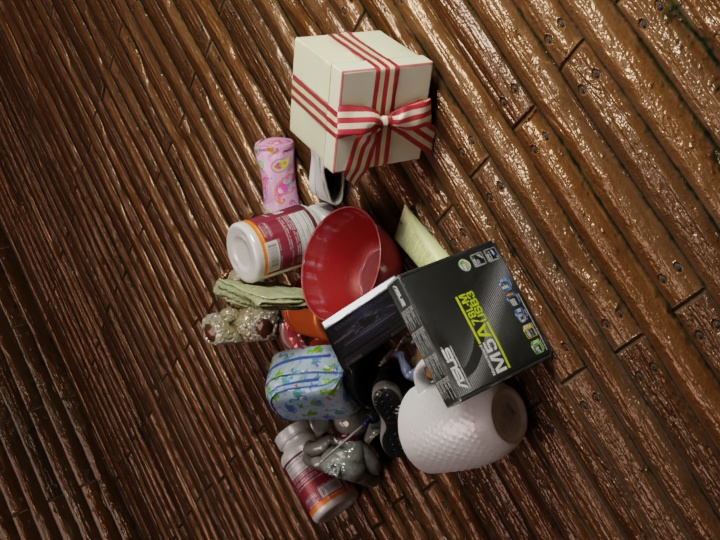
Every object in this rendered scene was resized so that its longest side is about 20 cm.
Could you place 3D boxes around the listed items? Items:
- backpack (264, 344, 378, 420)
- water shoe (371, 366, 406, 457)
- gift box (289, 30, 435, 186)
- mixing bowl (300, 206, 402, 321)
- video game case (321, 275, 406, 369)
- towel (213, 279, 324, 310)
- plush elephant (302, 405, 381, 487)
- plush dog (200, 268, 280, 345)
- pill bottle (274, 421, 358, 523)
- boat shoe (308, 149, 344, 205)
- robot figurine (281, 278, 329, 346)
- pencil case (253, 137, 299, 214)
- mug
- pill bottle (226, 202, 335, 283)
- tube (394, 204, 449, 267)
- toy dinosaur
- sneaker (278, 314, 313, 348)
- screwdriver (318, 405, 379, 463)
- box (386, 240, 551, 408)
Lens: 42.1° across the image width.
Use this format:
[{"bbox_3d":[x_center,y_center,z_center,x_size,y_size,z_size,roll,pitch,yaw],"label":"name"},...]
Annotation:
[{"bbox_3d":[-0.081,0.207,1.745,0.198,0.155,0.164,9,151,22],"label":"backpack"},{"bbox_3d":[0.068,0.263,1.731,0.079,0.071,0.201,-82,-15,-49],"label":"water shoe"},{"bbox_3d":[0.007,-0.252,1.460,0.187,0.183,0.202,45,143,47],"label":"gift box"},{"bbox_3d":[0.000,0.000,1.619,0.199,0.108,0.202,-17,65,43],"label":"mixing bowl"},{"bbox_3d":[0.012,0.091,1.572,0.019,0.142,0.200,54,172,25],"label":"video game case"},{"bbox_3d":[-0.168,0.044,1.708,0.199,0.147,0.037,11,98,55],"label":"towel"},{"bbox_3d":[-0.025,0.326,1.827,0.163,0.156,0.200,17,169,7],"label":"plush elephant"},{"bbox_3d":[-0.236,0.068,2.032,0.198,0.160,0.174,-8,85,28],"label":"plush dog"},{"bbox_3d":[-0.099,0.426,2.001,0.201,0.112,0.113,56,144,23],"label":"pill bottle"},{"bbox_3d":[-0.050,-0.209,1.664,0.065,0.073,0.201,36,143,34],"label":"boat shoe"},{"bbox_3d":[-0.075,0.072,1.790,0.199,0.117,0.144,9,141,52],"label":"robot figurine"},{"bbox_3d":[-0.159,-0.157,1.823,0.087,0.087,0.202,19,121,50],"label":"pencil case"},{"bbox_3d":[0.158,0.219,1.482,0.175,0.147,0.201,-19,105,45],"label":"mug"},{"bbox_3d":[-0.138,-0.057,1.737,0.114,0.199,0.115,28,128,45],"label":"pill bottle"},{"bbox_3d":[0.118,-0.019,1.529,0.058,0.052,0.200,-45,56,9],"label":"tube"},{"bbox_3d":[0.118,0.199,1.604,0.181,0.105,0.201,41,129,10],"label":"toy dinosaur"},{"bbox_3d":[-0.107,0.164,1.940,0.086,0.074,0.202,7,116,39],"label":"sneaker"},{"bbox_3d":[-0.007,0.302,1.731,0.028,0.200,0.029,-11,115,50],"label":"screwdriver"},{"bbox_3d":[0.162,0.074,1.374,0.047,0.192,0.201,-41,71,53],"label":"box"}]
